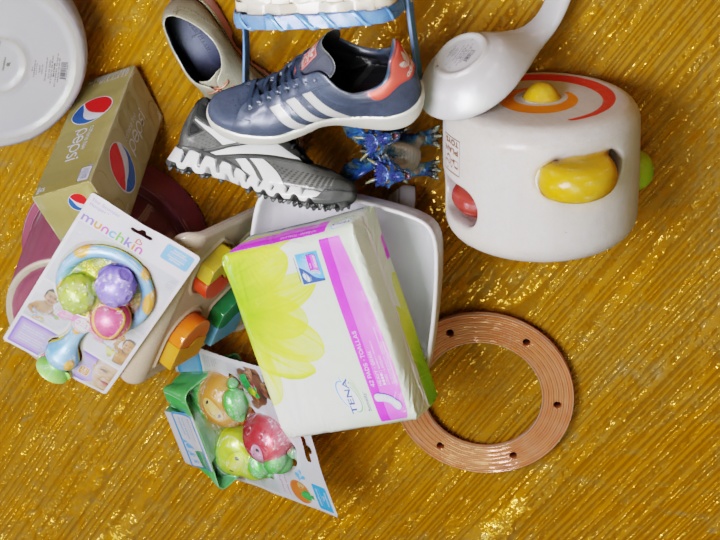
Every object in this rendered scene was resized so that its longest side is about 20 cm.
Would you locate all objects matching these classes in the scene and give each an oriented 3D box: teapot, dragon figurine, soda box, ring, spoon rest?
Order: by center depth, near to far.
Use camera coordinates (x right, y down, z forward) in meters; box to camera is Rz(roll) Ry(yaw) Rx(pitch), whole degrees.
[{"bbox_3d":[0.131,-0.209,1.165,0.200,0.099,0.061,-50,132,-11],"label":"spoon rest"},{"bbox_3d":[0.011,-0.111,1.215,0.098,0.199,0.060,-1,98,-28],"label":"dragon figurine"},{"bbox_3d":[-0.250,-0.112,1.246,0.063,0.201,0.068,-14,128,17],"label":"soda box"},{"bbox_3d":[-0.365,-0.230,1.251,0.199,0.146,0.198,-37,130,-1],"label":"teapot"},{"bbox_3d":[0.133,0.132,1.401,0.198,0.019,0.203,5,117,9],"label":"ring"}]

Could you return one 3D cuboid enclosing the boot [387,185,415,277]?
[{"bbox_3d":[0.000,0.000,1.328,0.094,0.074,0.202,9,118,-2],"label":"boot"}]

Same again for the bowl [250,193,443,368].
[{"bbox_3d":[-0.010,0.013,1.265,0.198,0.075,0.202,12,114,18],"label":"bowl"}]

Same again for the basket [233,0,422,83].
[{"bbox_3d":[-0.029,-0.238,1.178,0.174,0.139,0.202,4,112,12],"label":"basket"}]

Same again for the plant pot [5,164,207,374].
[{"bbox_3d":[-0.270,0.007,1.324,0.197,0.179,0.202,4,118,8],"label":"plant pot"}]

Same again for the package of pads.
[{"bbox_3d":[-0.032,0.054,1.207,0.153,0.068,0.202,-12,106,29],"label":"package of pads"}]

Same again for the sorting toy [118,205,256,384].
[{"bbox_3d":[-0.144,0.020,1.302,0.036,0.199,0.186,37,119,17],"label":"sorting toy"}]

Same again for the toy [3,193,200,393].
[{"bbox_3d":[-0.248,0.037,1.197,0.114,0.047,0.200,31,124,-14],"label":"toy"}]

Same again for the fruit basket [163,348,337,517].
[{"bbox_3d":[-0.122,0.173,1.384,0.199,0.093,0.187,17,132,46],"label":"fruit basket"}]

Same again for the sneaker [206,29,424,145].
[{"bbox_3d":[-0.046,-0.166,1.122,0.198,0.076,0.085,-7,143,11],"label":"sneaker"}]

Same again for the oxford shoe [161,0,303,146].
[{"bbox_3d":[-0.132,-0.178,1.265,0.070,0.074,0.200,-33,106,23],"label":"oxford shoe"}]

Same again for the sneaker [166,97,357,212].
[{"bbox_3d":[-0.088,-0.114,1.191,0.198,0.066,0.092,18,95,25],"label":"sneaker"}]

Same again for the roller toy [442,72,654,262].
[{"bbox_3d":[0.165,-0.103,1.183,0.181,0.200,0.141,10,119,25],"label":"roller toy"}]
